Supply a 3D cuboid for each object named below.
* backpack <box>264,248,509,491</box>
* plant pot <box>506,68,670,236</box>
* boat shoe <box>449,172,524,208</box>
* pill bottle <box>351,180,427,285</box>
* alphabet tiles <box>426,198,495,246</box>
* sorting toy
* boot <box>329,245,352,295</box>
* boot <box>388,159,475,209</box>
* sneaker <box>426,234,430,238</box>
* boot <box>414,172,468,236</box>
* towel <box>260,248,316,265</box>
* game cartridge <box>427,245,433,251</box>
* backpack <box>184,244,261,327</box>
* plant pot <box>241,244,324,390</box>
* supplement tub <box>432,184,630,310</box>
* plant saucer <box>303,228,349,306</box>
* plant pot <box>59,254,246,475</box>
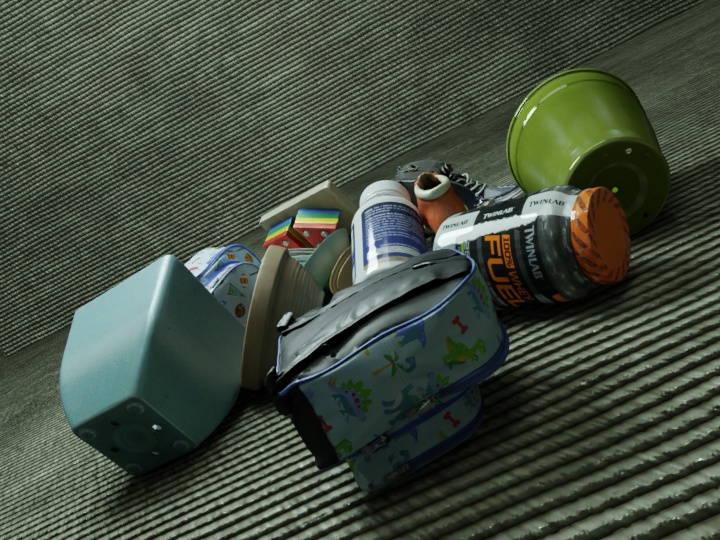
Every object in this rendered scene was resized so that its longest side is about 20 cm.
[{"bbox_3d":[0.035,0.079,0.574,0.197,0.149,0.183,-31,13,4],"label":"backpack"},{"bbox_3d":[0.304,-0.139,0.828,0.197,0.203,0.194,-23,25,14],"label":"plant pot"},{"bbox_3d":[0.212,-0.147,1.206,0.197,0.094,0.075,-18,15,36],"label":"boat shoe"},{"bbox_3d":[0.041,-0.034,0.911,0.109,0.112,0.203,-22,43,19],"label":"pill bottle"},{"bbox_3d":[0.139,-0.058,1.086,0.195,0.015,0.199,-35,-5,42],"label":"alphabet tiles"},{"bbox_3d":[-0.070,-0.050,1.218,0.196,0.199,0.071,-21,40,38],"label":"sorting toy"},{"bbox_3d":[0.000,0.000,1.050,0.202,0.076,0.156,-58,1,-33],"label":"boot"},{"bbox_3d":[0.131,-0.160,1.142,0.196,0.071,0.174,9,29,25],"label":"boot"},{"bbox_3d":[0.102,-0.098,1.168,0.195,0.081,0.078,-14,-17,-11],"label":"sneaker"},{"bbox_3d":[0.115,-0.105,0.943,0.074,0.108,0.200,-31,18,3],"label":"boot"},{"bbox_3d":[-0.152,0.026,1.183,0.130,0.035,0.200,-5,-31,-40],"label":"towel"},{"bbox_3d":[0.184,-0.041,0.957,0.197,0.042,0.133,-25,16,-18],"label":"game cartridge"},{"bbox_3d":[-0.222,0.053,1.032,0.151,0.203,0.192,-5,39,27],"label":"backpack"},{"bbox_3d":[-0.103,0.073,0.901,0.090,0.206,0.201,12,15,-2],"label":"plant pot"},{"bbox_3d":[0.188,-0.022,0.714,0.198,0.125,0.122,-14,18,47],"label":"supplement tub"},{"bbox_3d":[-0.066,0.024,1.080,0.203,0.038,0.202,-54,-12,-17],"label":"plant saucer"},{"bbox_3d":[-0.280,0.146,0.851,0.193,0.197,0.202,-27,34,18],"label":"plant pot"}]
